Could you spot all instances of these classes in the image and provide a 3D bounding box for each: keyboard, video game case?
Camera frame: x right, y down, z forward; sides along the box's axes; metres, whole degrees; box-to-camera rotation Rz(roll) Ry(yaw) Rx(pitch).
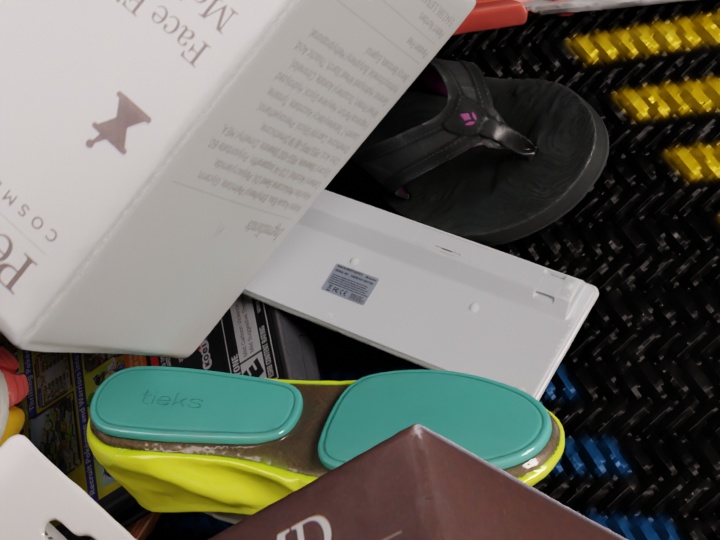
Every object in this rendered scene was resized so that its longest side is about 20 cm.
[{"bbox_3d":[0.000,0.000,0.737,0.200,0.011,0.056,20,75,33],"label":"keyboard"},{"bbox_3d":[-0.106,0.018,0.826,0.181,0.025,0.200,-33,50,25],"label":"video game case"}]

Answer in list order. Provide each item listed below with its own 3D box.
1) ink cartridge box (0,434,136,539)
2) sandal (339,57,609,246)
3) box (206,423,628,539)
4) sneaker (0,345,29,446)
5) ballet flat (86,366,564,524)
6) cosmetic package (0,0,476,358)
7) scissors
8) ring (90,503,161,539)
[{"bbox_3d":[-0.151,0.174,0.743,0.117,0.067,0.200,41,98,12],"label":"ink cartridge box"},{"bbox_3d":[0.019,-0.062,0.764,0.200,0.048,0.075,20,82,47],"label":"sandal"},{"bbox_3d":[0.019,0.189,0.541,0.166,0.164,0.200,-32,49,26],"label":"box"},{"bbox_3d":[-0.223,0.110,0.756,0.200,0.078,0.082,-55,-1,12],"label":"sneaker"},{"bbox_3d":[-0.013,0.075,0.698,0.199,0.067,0.067,2,38,23],"label":"ballet flat"},{"bbox_3d":[-0.091,-0.092,0.686,0.165,0.165,0.200,41,96,14],"label":"cosmetic package"},{"bbox_3d":[0.078,-0.115,0.758,0.199,0.014,0.073,-7,18,22],"label":"scissors"},{"bbox_3d":[-0.146,0.077,0.861,0.200,0.019,0.201,-20,55,32],"label":"ring"}]
